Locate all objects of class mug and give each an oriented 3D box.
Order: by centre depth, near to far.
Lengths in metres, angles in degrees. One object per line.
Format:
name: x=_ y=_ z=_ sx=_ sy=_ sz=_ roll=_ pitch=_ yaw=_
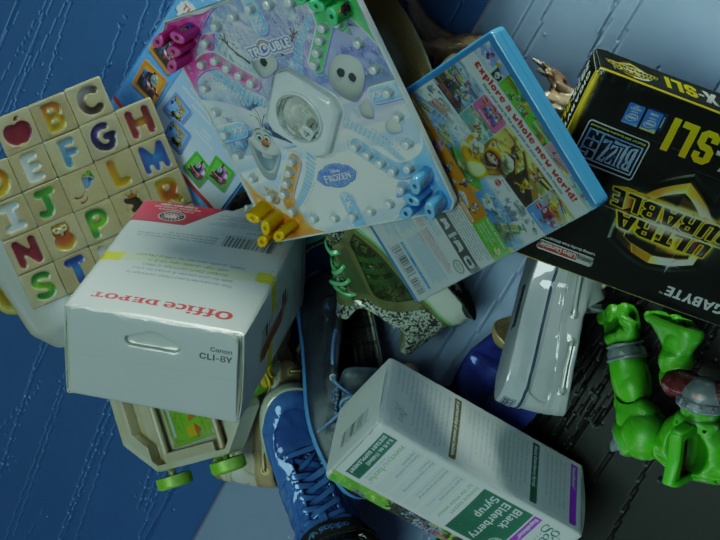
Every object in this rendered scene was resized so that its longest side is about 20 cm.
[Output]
mug: x=-0.277 y=-0.017 z=1.518 sx=0.149 sy=0.187 sz=0.153 roll=-26 pitch=100 yaw=-12

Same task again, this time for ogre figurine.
ogre figurine: x=0.264 y=0.104 z=1.258 sx=0.200 sy=0.098 sz=0.120 roll=15 pitch=99 yaw=15

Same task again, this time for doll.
doll: x=0.087 y=0.124 z=1.385 sx=0.136 sy=0.048 sz=0.200 roll=40 pitch=124 yaw=8

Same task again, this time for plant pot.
plant pot: x=0.014 y=-0.128 z=1.305 sx=0.200 sy=0.027 sz=0.200 roll=164 pitch=90 yaw=-71

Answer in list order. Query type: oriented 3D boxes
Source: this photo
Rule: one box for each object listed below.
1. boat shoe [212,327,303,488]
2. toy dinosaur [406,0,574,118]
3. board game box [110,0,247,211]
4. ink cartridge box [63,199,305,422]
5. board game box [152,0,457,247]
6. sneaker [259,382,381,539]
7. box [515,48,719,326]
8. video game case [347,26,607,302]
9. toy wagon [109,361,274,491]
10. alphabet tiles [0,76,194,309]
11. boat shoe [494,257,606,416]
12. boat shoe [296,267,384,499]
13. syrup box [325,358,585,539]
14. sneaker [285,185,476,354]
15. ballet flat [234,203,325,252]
boat shoe: x=-0.075 y=0.102 z=1.461 sx=0.069 sy=0.074 sz=0.200 roll=17 pitch=109 yaw=9
toy dinosaur: x=0.102 y=-0.150 z=1.289 sx=0.086 sy=0.135 sz=0.200 roll=94 pitch=153 yaw=-46
board game box: x=-0.135 y=-0.143 z=1.437 sx=0.151 sy=0.037 sz=0.200 roll=48 pitch=127 yaw=11
ink cartridge box: x=-0.137 y=0.028 z=1.316 sx=0.145 sy=0.200 sz=0.084 roll=9 pitch=118 yaw=9
board game box: x=-0.047 y=-0.114 z=1.230 sx=0.200 sy=0.026 sz=0.200 roll=-9 pitch=116 yaw=44
sneaker: x=-0.031 y=0.199 z=1.410 sx=0.077 sy=0.111 sz=0.200 roll=-15 pitch=110 yaw=-11
box: x=0.231 y=-0.055 z=1.210 sx=0.200 sy=0.049 sz=0.160 roll=20 pitch=116 yaw=-7
video game case: x=0.071 y=-0.072 z=1.204 sx=0.200 sy=0.018 sz=0.143 roll=-30 pitch=92 yaw=46
toy wagon: x=-0.142 y=0.103 z=1.432 sx=0.200 sy=0.040 sz=0.155 roll=-19 pitch=87 yaw=36
alphabet tiles: x=-0.234 y=-0.058 z=1.427 sx=0.166 sy=0.006 sz=0.200 roll=-23 pitch=107 yaw=-7
boat shoe: x=0.161 y=0.016 z=1.294 sx=0.065 sy=0.074 sz=0.200 roll=17 pitch=87 yaw=-4
boat shoe: x=-0.009 y=0.092 z=1.389 sx=0.069 sy=0.084 sz=0.200 roll=-23 pitch=80 yaw=43
syrup box: x=0.080 y=0.163 z=1.325 sx=0.200 sy=0.081 sz=0.079 roll=31 pitch=127 yaw=-15
sneaker: x=0.000 y=0.000 z=1.343 sx=0.200 sy=0.077 sz=0.089 roll=40 pitch=102 yaw=-14
ballet flat: x=-0.082 y=-0.033 z=1.426 sx=0.200 sy=0.072 sz=0.072 roll=-21 pitch=91 yaw=22
